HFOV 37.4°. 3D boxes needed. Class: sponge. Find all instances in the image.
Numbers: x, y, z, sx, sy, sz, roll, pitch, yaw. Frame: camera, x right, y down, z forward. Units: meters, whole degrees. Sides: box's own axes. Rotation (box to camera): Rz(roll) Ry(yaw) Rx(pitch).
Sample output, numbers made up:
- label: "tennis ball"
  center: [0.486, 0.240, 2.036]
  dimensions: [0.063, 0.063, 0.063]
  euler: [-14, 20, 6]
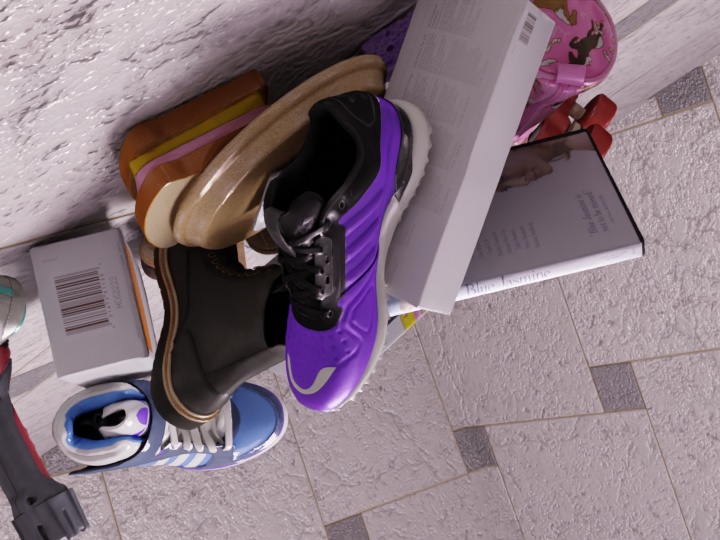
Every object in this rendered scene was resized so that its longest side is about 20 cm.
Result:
- label: "sponge"
  center: [0.074, -0.182, 0.838]
  dimensions: [0.111, 0.030, 0.200]
  euler: [-31, 176, 14]

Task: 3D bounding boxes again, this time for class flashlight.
- label: "flashlight"
  center: [-0.292, 0.138, 0.895]
  dimensions: [0.067, 0.202, 0.068]
  euler: [-28, 178, -28]

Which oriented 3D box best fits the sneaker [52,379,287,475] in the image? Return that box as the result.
- label: "sneaker"
  center: [-0.163, 0.134, 0.916]
  dimensions: [0.197, 0.082, 0.147]
  euler: [-2, 172, -2]

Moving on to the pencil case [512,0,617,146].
- label: "pencil case"
  center: [0.126, -0.145, 0.831]
  dimensions: [0.082, 0.087, 0.200]
  euler: [-31, 174, -18]

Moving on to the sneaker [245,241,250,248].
- label: "sneaker"
  center: [-0.046, -0.067, 1.111]
  dimensions: [0.198, 0.082, 0.076]
  euler: [-10, -172, 29]

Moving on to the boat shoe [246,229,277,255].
- label: "boat shoe"
  center: [-0.042, -0.076, 1.000]
  dimensions: [0.068, 0.073, 0.199]
  euler: [-25, 174, -42]

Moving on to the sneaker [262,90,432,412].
- label: "sneaker"
  center: [-0.026, -0.013, 0.649]
  dimensions: [0.069, 0.203, 0.099]
  euler: [17, -174, 36]

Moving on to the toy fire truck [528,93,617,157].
- label: "toy fire truck"
  center: [0.176, -0.131, 1.139]
  dimensions: [0.168, 0.112, 0.201]
  euler: [-49, -173, 34]

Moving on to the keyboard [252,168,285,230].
- label: "keyboard"
  center: [0.010, -0.078, 0.746]
  dimensions: [0.199, 0.011, 0.056]
  euler: [-26, 162, -34]

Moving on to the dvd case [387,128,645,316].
- label: "dvd case"
  center: [0.091, -0.038, 0.781]
  dimensions: [0.197, 0.018, 0.144]
  euler: [-14, -139, 3]

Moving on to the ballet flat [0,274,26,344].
- label: "ballet flat"
  center: [-0.326, 0.057, 0.765]
  dimensions: [0.199, 0.068, 0.064]
  euler: [-32, 148, 20]

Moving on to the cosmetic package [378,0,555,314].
- label: "cosmetic package"
  center: [0.052, -0.081, 0.699]
  dimensions: [0.050, 0.082, 0.202]
  euler: [12, 100, -56]

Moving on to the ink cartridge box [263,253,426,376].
- label: "ink cartridge box"
  center: [0.000, 0.000, 0.892]
  dimensions: [0.200, 0.083, 0.145]
  euler: [-41, -161, -21]

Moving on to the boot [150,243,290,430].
- label: "boot"
  center: [-0.088, 0.003, 0.796]
  dimensions: [0.077, 0.202, 0.138]
  euler: [19, 142, -38]

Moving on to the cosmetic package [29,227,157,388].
- label: "cosmetic package"
  center: [-0.211, 0.038, 0.877]
  dimensions: [0.070, 0.103, 0.200]
  euler: [-14, 174, -10]

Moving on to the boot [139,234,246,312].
- label: "boot"
  center: [-0.154, 0.039, 0.982]
  dimensions: [0.071, 0.169, 0.200]
  euler: [12, -168, 11]

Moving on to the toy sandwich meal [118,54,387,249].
- label: "toy sandwich meal"
  center: [-0.070, -0.089, 0.721]
  dimensions: [0.205, 0.070, 0.205]
  euler: [-40, 172, -6]

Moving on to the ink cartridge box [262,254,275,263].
- label: "ink cartridge box"
  center: [0.007, -0.019, 1.185]
  dimensions: [0.199, 0.085, 0.145]
  euler: [13, -133, 47]
